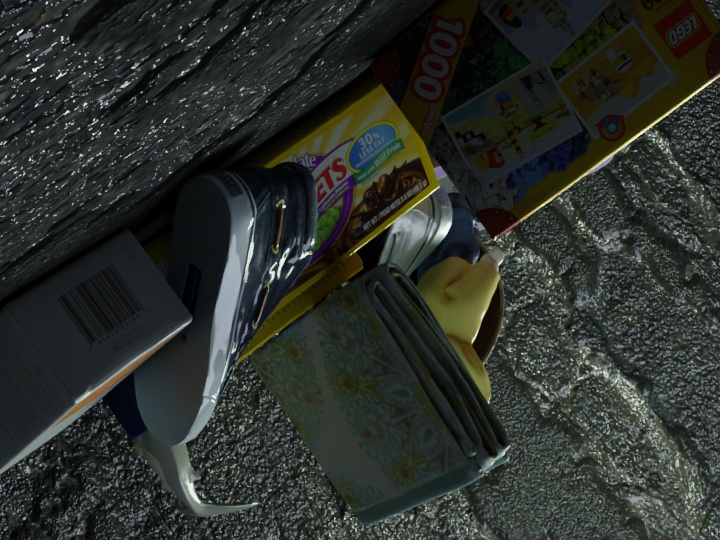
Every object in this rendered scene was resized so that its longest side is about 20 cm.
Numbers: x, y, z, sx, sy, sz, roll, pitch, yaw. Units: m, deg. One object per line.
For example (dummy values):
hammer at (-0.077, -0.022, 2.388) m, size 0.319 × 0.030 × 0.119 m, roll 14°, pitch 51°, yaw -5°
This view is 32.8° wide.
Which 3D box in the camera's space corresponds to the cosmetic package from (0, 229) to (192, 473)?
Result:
cosmetic package at (-0.201, 0.062, 0.783) m, size 0.101 × 0.072 × 0.200 m, roll -38°, pitch -179°, yaw -40°

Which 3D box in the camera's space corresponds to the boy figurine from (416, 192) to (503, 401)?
boy figurine at (0.077, 0.029, 1.000) m, size 0.124 × 0.064 × 0.202 m, roll -45°, pitch -149°, yaw 40°

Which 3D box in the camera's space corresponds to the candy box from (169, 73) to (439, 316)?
candy box at (-0.034, -0.050, 0.875) m, size 0.199 × 0.103 × 0.026 m, roll -38°, pitch -150°, yaw -22°

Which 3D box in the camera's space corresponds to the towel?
towel at (0.012, 0.100, 0.938) m, size 0.048 × 0.172 × 0.200 m, roll -31°, pitch 177°, yaw -39°

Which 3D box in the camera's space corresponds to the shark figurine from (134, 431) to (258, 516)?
shark figurine at (-0.151, 0.122, 1.014) m, size 0.089 × 0.217 × 0.128 m, roll -24°, pitch -174°, yaw -2°

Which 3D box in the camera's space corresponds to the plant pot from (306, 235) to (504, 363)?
plant pot at (0.020, 0.010, 1.199) m, size 0.186 × 0.188 × 0.200 m, roll -37°, pitch -158°, yaw -1°

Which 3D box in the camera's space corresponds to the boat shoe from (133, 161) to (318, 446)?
boat shoe at (-0.084, 0.024, 0.802) m, size 0.090 × 0.071 × 0.202 m, roll -16°, pitch 133°, yaw -47°

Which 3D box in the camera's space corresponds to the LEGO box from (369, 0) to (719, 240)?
LEGO box at (0.131, -0.142, 0.824) m, size 0.199 × 0.150 × 0.077 m, roll -37°, pitch 180°, yaw 20°

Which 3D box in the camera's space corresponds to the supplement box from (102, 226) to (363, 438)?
supplement box at (-0.116, 0.019, 0.931) m, size 0.199 × 0.110 × 0.109 m, roll -37°, pitch -179°, yaw -29°

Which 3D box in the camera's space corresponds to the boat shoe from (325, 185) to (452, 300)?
boat shoe at (0.000, 0.000, 1.012) m, size 0.066 × 0.074 × 0.201 m, roll -3°, pitch 137°, yaw -37°

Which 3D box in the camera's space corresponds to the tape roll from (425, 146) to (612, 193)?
tape roll at (0.108, -0.117, 1.029) m, size 0.197 × 0.086 × 0.200 m, roll -10°, pitch 171°, yaw -2°
